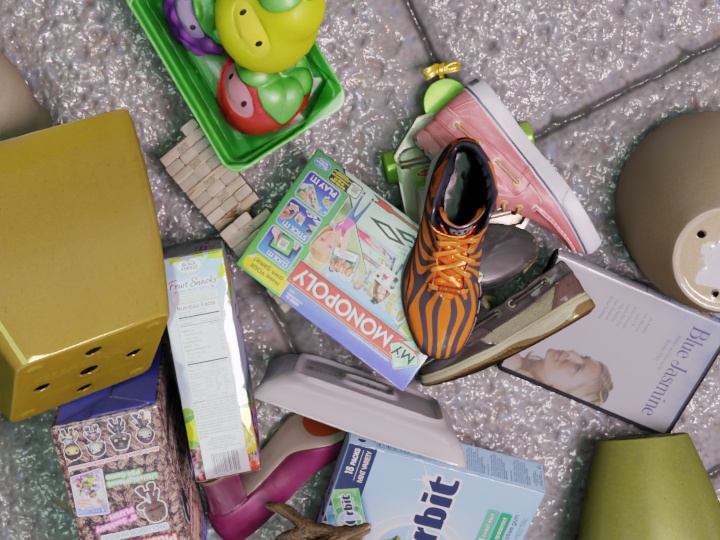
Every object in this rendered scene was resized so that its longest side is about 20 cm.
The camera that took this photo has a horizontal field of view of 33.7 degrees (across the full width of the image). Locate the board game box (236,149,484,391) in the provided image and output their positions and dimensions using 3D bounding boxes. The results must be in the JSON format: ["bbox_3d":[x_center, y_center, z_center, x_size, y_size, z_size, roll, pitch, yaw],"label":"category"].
[{"bbox_3d":[0.000,0.000,1.128,0.199,0.029,0.135,36,87,3],"label":"board game box"}]

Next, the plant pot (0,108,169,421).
[{"bbox_3d":[-0.268,0.010,1.026,0.198,0.200,0.178,-20,73,-27],"label":"plant pot"}]

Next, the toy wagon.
[{"bbox_3d":[0.099,-0.107,1.189,0.153,0.040,0.203,-12,96,-4],"label":"toy wagon"}]

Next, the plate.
[{"bbox_3d":[0.003,0.121,1.115,0.197,0.200,0.033,19,94,-1],"label":"plate"}]

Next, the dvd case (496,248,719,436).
[{"bbox_3d":[0.255,0.077,1.203,0.197,0.018,0.144,22,115,-5],"label":"dvd case"}]

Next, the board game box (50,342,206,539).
[{"bbox_3d":[-0.211,0.195,1.116,0.095,0.160,0.203,-11,108,-3],"label":"board game box"}]

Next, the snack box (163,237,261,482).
[{"bbox_3d":[-0.141,0.076,1.122,0.067,0.169,0.204,-11,97,-5],"label":"snack box"}]

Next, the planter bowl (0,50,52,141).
[{"bbox_3d":[-0.366,-0.120,1.089,0.134,0.200,0.203,23,94,-32],"label":"planter bowl"}]

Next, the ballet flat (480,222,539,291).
[{"bbox_3d":[0.079,0.001,1.170,0.197,0.057,0.067,-18,80,1],"label":"ballet flat"}]

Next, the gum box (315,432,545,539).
[{"bbox_3d":[0.062,0.243,1.181,0.197,0.045,0.172,16,122,-5],"label":"gum box"}]

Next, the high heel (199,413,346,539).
[{"bbox_3d":[-0.065,0.203,1.208,0.197,0.068,0.097,-20,125,-6],"label":"high heel"}]

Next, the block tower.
[{"bbox_3d":[-0.118,-0.054,1.170,0.058,0.054,0.201,-38,96,-1],"label":"block tower"}]

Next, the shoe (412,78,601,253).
[{"bbox_3d":[0.139,-0.078,1.143,0.091,0.071,0.201,-38,92,2],"label":"shoe"}]

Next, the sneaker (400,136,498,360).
[{"bbox_3d":[0.077,-0.019,1.054,0.076,0.112,0.204,4,92,1],"label":"sneaker"}]

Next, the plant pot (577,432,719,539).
[{"bbox_3d":[0.291,0.267,1.184,0.184,0.187,0.204,-4,83,-4],"label":"plant pot"}]

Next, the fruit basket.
[{"bbox_3d":[-0.105,-0.211,1.083,0.154,0.216,0.217,-31,97,-1],"label":"fruit basket"}]

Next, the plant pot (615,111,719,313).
[{"bbox_3d":[0.333,-0.037,1.108,0.184,0.200,0.191,3,107,10],"label":"plant pot"}]

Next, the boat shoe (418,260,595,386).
[{"bbox_3d":[0.136,0.054,1.173,0.198,0.073,0.066,-29,79,26],"label":"boat shoe"}]

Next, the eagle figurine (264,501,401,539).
[{"bbox_3d":[-0.002,0.319,1.136,0.149,0.152,0.202,-21,116,-6],"label":"eagle figurine"}]
